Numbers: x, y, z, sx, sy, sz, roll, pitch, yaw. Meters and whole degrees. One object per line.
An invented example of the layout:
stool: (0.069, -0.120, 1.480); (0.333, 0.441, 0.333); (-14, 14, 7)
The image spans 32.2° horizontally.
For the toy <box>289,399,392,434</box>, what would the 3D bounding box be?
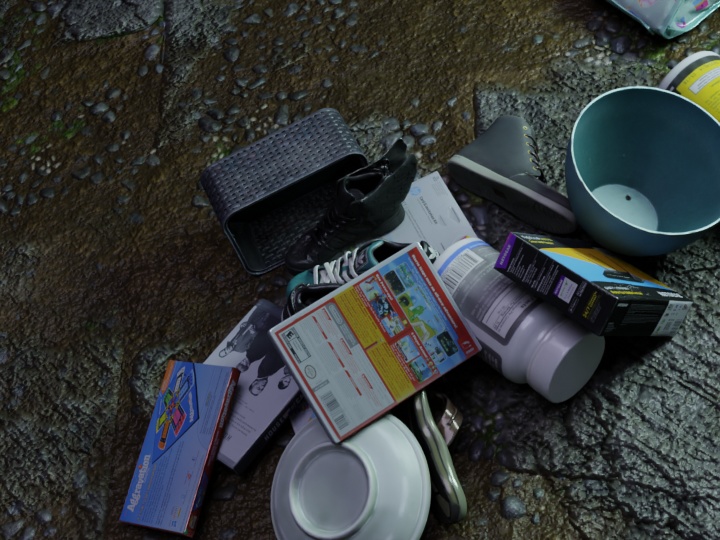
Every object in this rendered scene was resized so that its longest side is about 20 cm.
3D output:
toy: (-0.015, 0.189, 1.433); (0.115, 0.047, 0.200); (-24, 54, -1)

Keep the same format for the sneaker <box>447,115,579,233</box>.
sneaker: (0.213, -0.128, 1.567); (0.200, 0.075, 0.106); (33, 73, 33)

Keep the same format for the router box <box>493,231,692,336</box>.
router box: (0.261, 0.017, 1.385); (0.149, 0.200, 0.051); (35, 108, 32)

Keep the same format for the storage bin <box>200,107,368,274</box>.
storage bin: (-0.088, -0.101, 1.599); (0.200, 0.135, 0.094); (-28, 53, -3)

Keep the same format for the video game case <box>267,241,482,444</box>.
video game case: (0.017, 0.078, 1.368); (0.200, 0.017, 0.143); (-31, 89, -16)

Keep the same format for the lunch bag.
lunch bag: (0.420, -0.420, 1.684); (0.200, 0.122, 0.170); (-42, 57, -4)

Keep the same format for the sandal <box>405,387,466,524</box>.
sandal: (0.091, 0.188, 1.395); (0.057, 0.080, 0.201); (-10, 59, -12)

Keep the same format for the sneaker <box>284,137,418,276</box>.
sneaker: (-0.015, -0.075, 1.530); (0.199, 0.104, 0.060); (-29, 54, -4)

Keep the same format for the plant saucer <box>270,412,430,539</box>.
plant saucer: (-0.023, 0.242, 1.357); (0.200, 0.050, 0.201); (-10, 70, 28)

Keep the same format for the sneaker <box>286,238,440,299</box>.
sneaker: (0.000, 0.000, 1.488); (0.199, 0.080, 0.072); (-11, 55, 11)

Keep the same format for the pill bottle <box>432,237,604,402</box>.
pill bottle: (0.174, 0.057, 1.428); (0.114, 0.114, 0.200); (-43, 56, -14)

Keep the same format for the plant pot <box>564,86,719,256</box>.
plant pot: (0.324, -0.095, 1.461); (0.199, 0.135, 0.201); (4, 61, -7)

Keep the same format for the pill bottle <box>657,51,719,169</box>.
pill bottle: (0.456, -0.166, 1.499); (0.114, 0.114, 0.200); (-33, 53, -8)

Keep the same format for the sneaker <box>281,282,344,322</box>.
sneaker: (0.008, 0.070, 1.431); (0.199, 0.112, 0.073); (15, 71, -4)

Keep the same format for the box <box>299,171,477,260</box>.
box: (0.042, -0.021, 1.567); (0.200, 0.041, 0.156); (-27, 54, -1)

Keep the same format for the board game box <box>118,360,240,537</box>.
board game box: (-0.211, 0.206, 1.460); (0.103, 0.019, 0.201); (3, 68, 33)

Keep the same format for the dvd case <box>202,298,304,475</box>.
dvd case: (-0.132, 0.135, 1.505); (0.150, 0.025, 0.200); (26, 68, 40)
